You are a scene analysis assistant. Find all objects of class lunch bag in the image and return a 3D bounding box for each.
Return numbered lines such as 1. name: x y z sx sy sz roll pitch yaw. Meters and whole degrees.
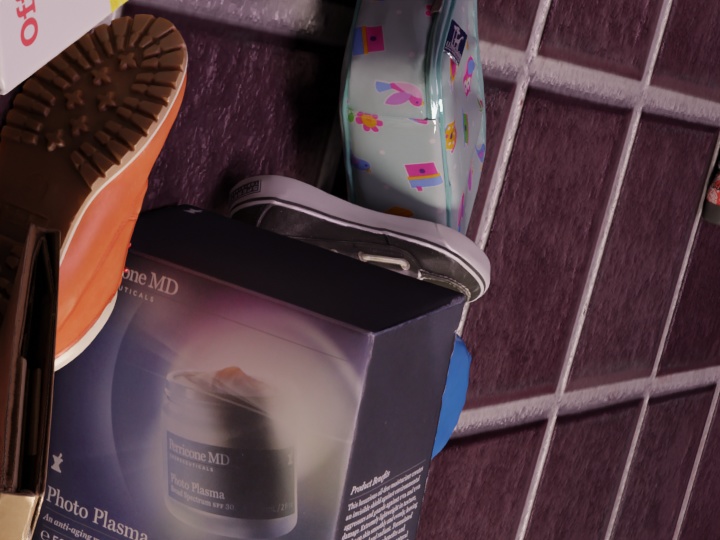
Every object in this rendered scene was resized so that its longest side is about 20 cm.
1. lunch bag: 0.040 -0.115 1.331 0.201 0.077 0.161 85 17 -44

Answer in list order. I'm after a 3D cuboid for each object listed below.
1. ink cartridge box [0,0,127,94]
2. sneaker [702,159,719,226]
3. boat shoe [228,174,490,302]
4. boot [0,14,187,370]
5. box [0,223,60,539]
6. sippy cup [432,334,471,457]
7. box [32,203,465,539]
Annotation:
1. ink cartridge box: -0.144 -0.196 0.913 0.200 0.083 0.146 -47 145 -43
2. sneaker: 0.449 -0.108 2.236 0.201 0.067 0.108 -11 118 -60
3. boat shoe: 0.000 0.000 1.273 0.199 0.071 0.064 16 57 -32
4. boot: -0.146 -0.037 1.042 0.200 0.075 0.107 -59 157 -8
5. box: -0.171 0.104 0.929 0.164 0.021 0.200 -96 -159 -46
6. sippy cup: -0.001 0.070 1.339 0.140 0.130 0.179 33 76 -65
7. box: -0.068 0.087 1.129 0.123 0.199 0.199 -16 120 -60
